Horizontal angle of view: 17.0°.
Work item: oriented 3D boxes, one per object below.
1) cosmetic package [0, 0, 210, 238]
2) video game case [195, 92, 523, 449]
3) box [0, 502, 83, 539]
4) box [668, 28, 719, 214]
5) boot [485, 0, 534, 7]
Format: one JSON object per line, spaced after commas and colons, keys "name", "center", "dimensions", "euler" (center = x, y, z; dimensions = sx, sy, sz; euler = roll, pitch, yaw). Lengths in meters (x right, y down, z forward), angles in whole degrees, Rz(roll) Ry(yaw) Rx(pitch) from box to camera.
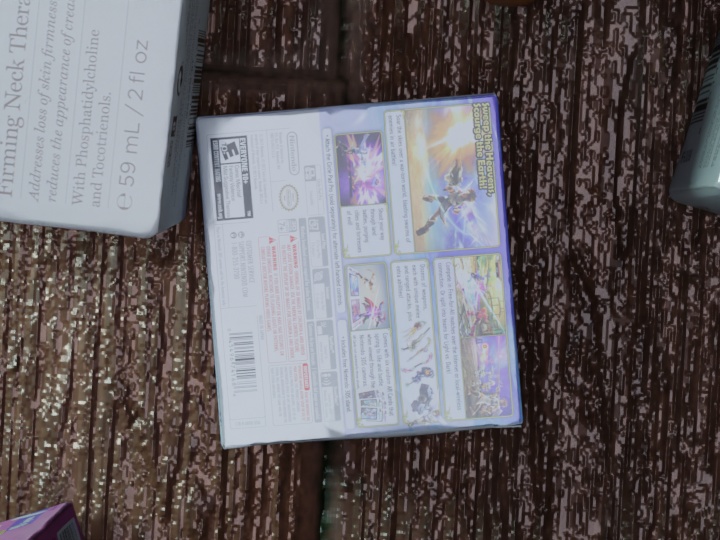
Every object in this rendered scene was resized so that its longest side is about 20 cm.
{"name": "cosmetic package", "center": [-0.196, -0.115, 1.383], "dimensions": [0.200, 0.166, 0.168], "euler": [6, 95, 1]}
{"name": "video game case", "center": [0.000, 0.000, 1.445], "dimensions": [0.181, 0.045, 0.200], "euler": [-4, 92, 3]}
{"name": "box", "center": [-0.259, 0.216, 1.392], "dimensions": [0.200, 0.176, 0.097], "euler": [-17, 92, 2]}
{"name": "box", "center": [0.292, -0.111, 1.358], "dimensions": [0.171, 0.200, 0.199], "euler": [17, 91, -1]}
{"name": "boot", "center": [0.128, -0.239, 1.380], "dimensions": [0.074, 0.155, 0.200], "euler": [26, 92, 1]}
